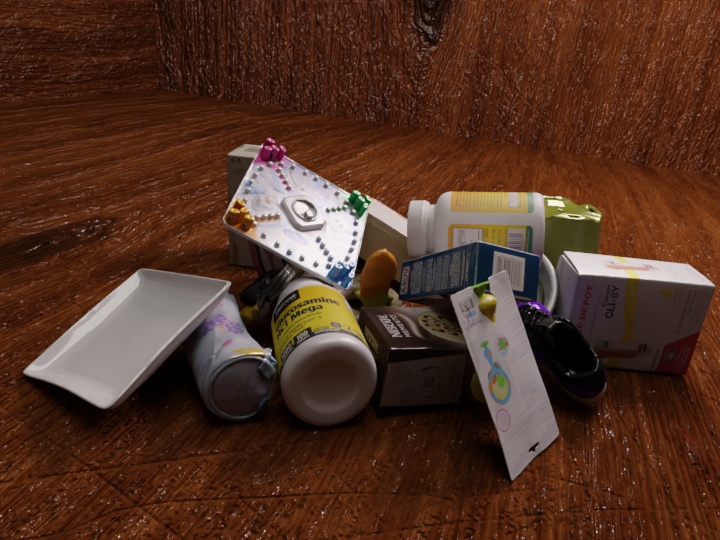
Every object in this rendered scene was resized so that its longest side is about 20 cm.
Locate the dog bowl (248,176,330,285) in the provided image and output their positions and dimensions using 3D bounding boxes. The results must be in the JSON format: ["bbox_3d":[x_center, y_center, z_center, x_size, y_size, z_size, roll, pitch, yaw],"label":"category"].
[{"bbox_3d":[-0.111,-0.050,0.938,0.072,0.205,0.200,-6,17,21],"label":"dog bowl"}]

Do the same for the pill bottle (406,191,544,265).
[{"bbox_3d":[0.171,-0.060,0.859,0.194,0.116,0.113,2,21,13],"label":"pill bottle"}]

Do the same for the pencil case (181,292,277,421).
[{"bbox_3d":[-0.169,0.093,0.699,0.083,0.091,0.199,40,-2,-36],"label":"pencil case"}]

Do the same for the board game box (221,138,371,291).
[{"bbox_3d":[-0.080,-0.089,0.833,0.197,0.026,0.203,28,41,-14],"label":"board game box"}]

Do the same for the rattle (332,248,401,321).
[{"bbox_3d":[0.000,0.000,0.911,0.127,0.146,0.201,-11,28,7],"label":"rattle"}]

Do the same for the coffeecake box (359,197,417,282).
[{"bbox_3d":[0.047,-0.060,1.028,0.151,0.074,0.200,32,14,7],"label":"coffeecake box"}]

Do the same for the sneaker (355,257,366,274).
[{"bbox_3d":[-0.042,-0.042,1.070,0.195,0.082,0.079,12,22,11],"label":"sneaker"}]

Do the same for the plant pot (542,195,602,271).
[{"bbox_3d":[0.322,-0.020,0.969,0.194,0.189,0.201,5,22,-2],"label":"plant pot"}]

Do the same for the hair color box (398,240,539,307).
[{"bbox_3d":[0.140,0.013,0.778,0.098,0.062,0.199,11,-10,-21],"label":"hair color box"}]

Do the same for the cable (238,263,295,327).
[{"bbox_3d":[-0.117,0.028,0.777,0.097,0.051,0.199,-47,13,-32],"label":"cable"}]

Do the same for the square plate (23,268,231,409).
[{"bbox_3d":[-0.276,0.075,0.687,0.196,0.029,0.199,5,43,37],"label":"square plate"}]

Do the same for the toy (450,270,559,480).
[{"bbox_3d":[0.155,0.113,0.650,0.114,0.205,0.047,-18,2,-43],"label":"toy"}]

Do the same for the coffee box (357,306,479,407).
[{"bbox_3d":[0.100,0.106,0.735,0.195,0.082,0.113,2,22,-21],"label":"coffee box"}]

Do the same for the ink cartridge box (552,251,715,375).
[{"bbox_3d":[0.386,0.063,0.842,0.194,0.149,0.084,5,23,0],"label":"ink cartridge box"}]

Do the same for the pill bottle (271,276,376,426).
[{"bbox_3d":[-0.054,0.087,0.714,0.109,0.115,0.201,0,23,-15],"label":"pill bottle"}]

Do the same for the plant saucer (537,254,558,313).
[{"bbox_3d":[0.208,0.043,0.893,0.195,0.051,0.204,-14,49,16],"label":"plant saucer"}]

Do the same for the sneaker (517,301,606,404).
[{"bbox_3d":[0.242,0.079,0.751,0.070,0.100,0.200,-43,59,-4],"label":"sneaker"}]

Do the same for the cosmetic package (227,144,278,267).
[{"bbox_3d":[-0.196,-0.119,1.051,0.069,0.205,0.106,7,21,5],"label":"cosmetic package"}]
